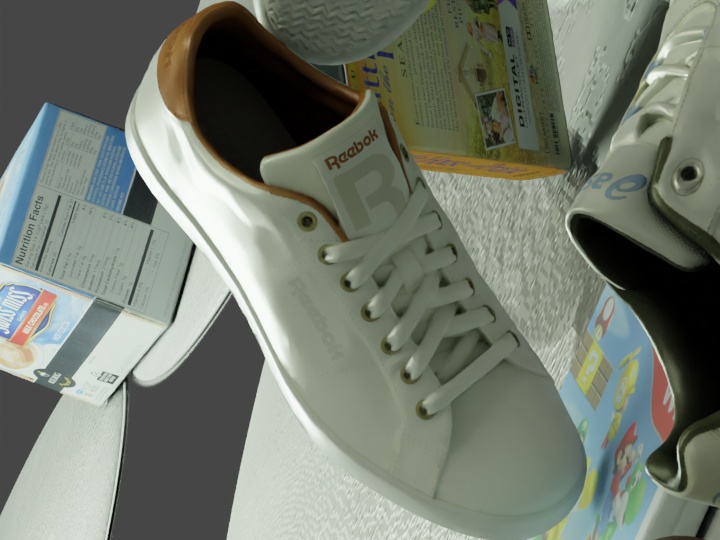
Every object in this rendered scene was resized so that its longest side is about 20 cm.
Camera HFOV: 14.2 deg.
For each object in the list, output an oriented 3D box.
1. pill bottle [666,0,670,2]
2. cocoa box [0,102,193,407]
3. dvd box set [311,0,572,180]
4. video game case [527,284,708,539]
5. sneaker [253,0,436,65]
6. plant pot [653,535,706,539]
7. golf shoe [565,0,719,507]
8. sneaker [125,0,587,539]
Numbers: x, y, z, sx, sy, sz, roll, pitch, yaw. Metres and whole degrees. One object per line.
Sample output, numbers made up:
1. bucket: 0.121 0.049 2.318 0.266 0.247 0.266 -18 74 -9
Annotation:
1. pill bottle: 0.126 -0.190 0.913 0.114 0.114 0.201 -102 34 -68
2. cocoa box: -0.204 -0.009 2.057 0.200 0.131 0.134 135 153 -63
3. dvd box set: 0.019 -0.109 1.062 0.200 0.029 0.147 0 -101 -64
4. video game case: 0.066 0.105 0.941 0.143 0.017 0.201 -111 42 -73
5. sneaker: 0.018 -0.167 0.954 0.105 0.075 0.201 -99 31 -77
6. plant pot: 0.045 0.155 0.613 0.175 0.200 0.201 -47 19 18
7. golf shoe: 0.093 -0.036 0.697 0.078 0.097 0.201 133 128 -60
8. sneaker: 0.000 0.000 0.913 0.073 0.200 0.085 -39 -9 -26
